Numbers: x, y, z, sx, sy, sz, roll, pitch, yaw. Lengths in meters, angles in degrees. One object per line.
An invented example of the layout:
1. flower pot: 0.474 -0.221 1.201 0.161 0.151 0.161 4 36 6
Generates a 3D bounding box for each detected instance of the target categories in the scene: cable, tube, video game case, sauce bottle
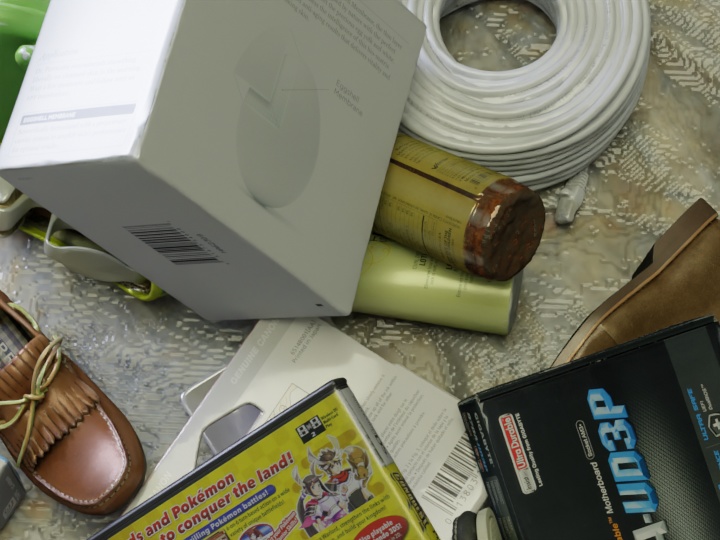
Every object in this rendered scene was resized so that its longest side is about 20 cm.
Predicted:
1. cable: 0.086 -0.148 1.628 0.199 0.069 0.201 26 72 12
2. tube: 0.000 0.000 1.585 0.199 0.058 0.052 10 98 10
3. video game case: -0.045 0.189 1.437 0.200 0.025 0.181 -33 83 15
4. sauce bottle: 0.022 -0.054 1.570 0.200 0.066 0.066 27 70 37

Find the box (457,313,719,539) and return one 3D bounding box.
1. box: 0.163 0.144 1.482 0.158 0.046 0.201 -17 86 -14

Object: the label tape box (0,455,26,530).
1. label tape box: -0.316 0.170 1.523 0.143 0.066 0.200 29 71 14

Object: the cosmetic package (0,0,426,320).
1. cosmetic package: -0.083 -0.103 1.490 0.122 0.199 0.201 -2 62 40

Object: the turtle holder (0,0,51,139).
1. turtle holder: -0.210 -0.153 1.541 0.184 0.141 0.132 -9 59 15

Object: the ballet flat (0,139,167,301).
1. ballet flat: -0.194 -0.039 1.594 0.199 0.067 0.067 27 46 10

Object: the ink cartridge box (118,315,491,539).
1. ink cartridge box: -0.029 0.140 1.509 0.176 0.045 0.200 31 72 14

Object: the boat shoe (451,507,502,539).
1. boat shoe: 0.054 0.236 1.456 0.067 0.072 0.201 2 90 12

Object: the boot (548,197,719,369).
1. boot: 0.171 0.048 1.551 0.075 0.074 0.200 43 74 7

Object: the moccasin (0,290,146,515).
1. moccasin: -0.199 0.069 1.527 0.074 0.078 0.202 -38 58 2

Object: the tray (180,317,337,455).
1. tray: -0.015 0.130 1.548 0.107 0.022 0.200 -31 70 -10
